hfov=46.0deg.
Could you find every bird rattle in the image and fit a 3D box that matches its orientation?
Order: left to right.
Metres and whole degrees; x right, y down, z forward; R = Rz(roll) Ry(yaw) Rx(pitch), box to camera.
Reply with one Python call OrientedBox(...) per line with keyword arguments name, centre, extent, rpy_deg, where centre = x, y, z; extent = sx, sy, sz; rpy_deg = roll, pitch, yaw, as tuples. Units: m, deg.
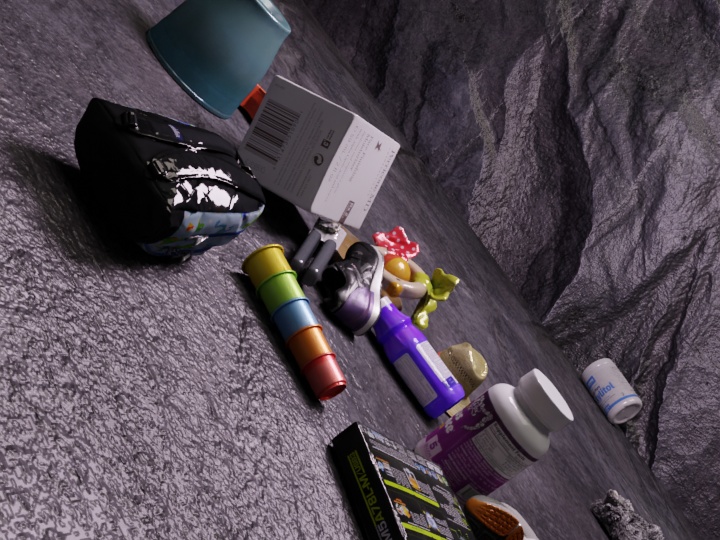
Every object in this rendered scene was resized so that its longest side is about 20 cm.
OrientedBox(name="bird rattle", centre=(0.071, -0.004, 1.485), extent=(0.163, 0.113, 0.200), rpy_deg=(5, 43, -49))

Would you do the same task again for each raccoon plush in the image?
OrientedBox(name="raccoon plush", centre=(0.539, 0.533, 1.719), extent=(0.134, 0.097, 0.200), rpy_deg=(43, 14, 0))

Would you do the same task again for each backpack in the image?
OrientedBox(name="backpack", centre=(-0.194, -0.090, 0.915), extent=(0.200, 0.154, 0.163), rpy_deg=(-16, 63, -52))

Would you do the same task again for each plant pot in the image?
OrientedBox(name="plant pot", centre=(-0.228, -0.399, 1.457), extent=(0.200, 0.188, 0.200), rpy_deg=(47, 14, -16))
OrientedBox(name="plant pot", centre=(0.000, 0.000, 1.494), extent=(0.200, 0.027, 0.200), rpy_deg=(48, 14, -16))

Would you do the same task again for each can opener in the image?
OrientedBox(name="can opener", centre=(-0.066, -0.027, 1.288), extent=(0.052, 0.067, 0.200), rpy_deg=(28, 24, -2))

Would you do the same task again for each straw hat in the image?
OrientedBox(name="straw hat", centre=(0.174, 0.173, 1.477), extent=(0.201, 0.085, 0.201), rpy_deg=(46, 15, -16))

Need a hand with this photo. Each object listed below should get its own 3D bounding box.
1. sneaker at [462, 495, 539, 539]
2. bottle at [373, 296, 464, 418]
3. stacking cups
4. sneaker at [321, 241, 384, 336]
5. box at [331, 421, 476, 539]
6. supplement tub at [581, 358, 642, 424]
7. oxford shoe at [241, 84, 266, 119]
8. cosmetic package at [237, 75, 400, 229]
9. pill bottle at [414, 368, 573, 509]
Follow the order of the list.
OrientedBox(name="sneaker", centre=(0.178, 0.340, 1.124), extent=(0.200, 0.076, 0.092), rpy_deg=(50, 4, -39))
OrientedBox(name="bottle", centre=(0.081, 0.134, 1.325), extent=(0.200, 0.065, 0.083), rpy_deg=(54, 14, 11))
OrientedBox(name="stacking cups", centre=(-0.075, 0.061, 1.028), extent=(0.200, 0.060, 0.060), rpy_deg=(57, 15, 24))
OrientedBox(name="sneaker", centre=(-0.016, 0.004, 1.306), extent=(0.087, 0.076, 0.200), rpy_deg=(37, 27, -24))
OrientedBox(name="box", centre=(0.066, 0.282, 0.946), extent=(0.200, 0.047, 0.194), rpy_deg=(37, 22, -46))
OrientedBox(name="supplement tub", centre=(0.880, 0.423, 2.972), extent=(0.132, 0.132, 0.200), rpy_deg=(35, 19, -47))
OrientedBox(name="oxford shoe", centre=(-0.176, -0.299, 1.618), extent=(0.200, 0.071, 0.073), rpy_deg=(53, 9, 8))
OrientedBox(name="cosmetic package", centre=(-0.068, -0.184, 1.368), extent=(0.164, 0.166, 0.200), rpy_deg=(30, 7, 23))
OrientedBox(name="pill bottle", centre=(0.178, 0.222, 1.127), extent=(0.112, 0.200, 0.112), rpy_deg=(47, 14, -16))
